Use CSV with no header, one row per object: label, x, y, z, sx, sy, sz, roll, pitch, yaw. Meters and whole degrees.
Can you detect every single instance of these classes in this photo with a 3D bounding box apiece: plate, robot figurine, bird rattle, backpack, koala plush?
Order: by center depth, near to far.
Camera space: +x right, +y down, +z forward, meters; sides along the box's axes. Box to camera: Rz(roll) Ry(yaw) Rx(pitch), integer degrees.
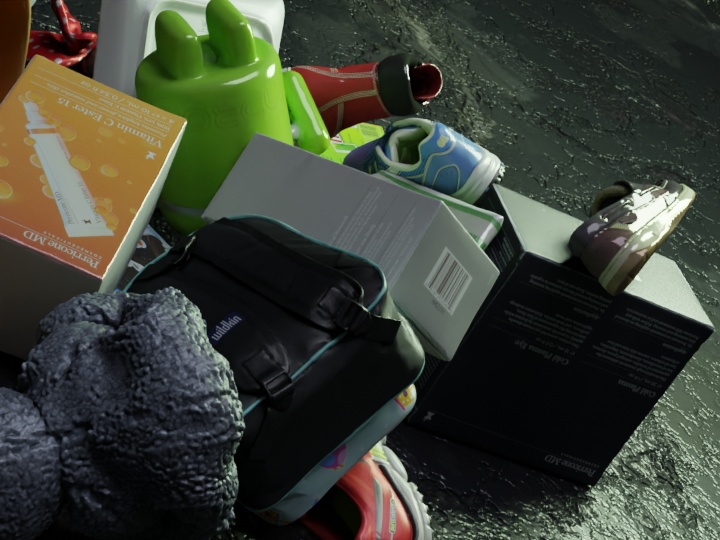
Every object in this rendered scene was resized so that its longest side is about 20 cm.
koala plush,-0.182,0.102,1.067,0.199,0.184,0.179,-13,84,-25
backpack,-0.072,0.060,1.260,0.199,0.176,0.154,31,-23,41
robot figurine,-0.112,-0.107,1.464,0.174,0.201,0.116,-17,30,-17
plate,-0.139,-0.147,1.557,0.032,0.202,0.199,9,3,43
bird rattle,-0.206,-0.171,1.659,0.198,0.114,0.163,16,2,11

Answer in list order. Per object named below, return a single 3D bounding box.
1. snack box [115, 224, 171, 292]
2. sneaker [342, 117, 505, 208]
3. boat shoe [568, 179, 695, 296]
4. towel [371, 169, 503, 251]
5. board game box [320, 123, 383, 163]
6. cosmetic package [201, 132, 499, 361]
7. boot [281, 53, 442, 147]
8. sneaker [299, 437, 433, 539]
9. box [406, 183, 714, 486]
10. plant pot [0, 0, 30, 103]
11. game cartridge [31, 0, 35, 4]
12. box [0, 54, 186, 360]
snack box,-0.217,-0.032,1.423,0.200,0.037,0.116,44,26,22
sneaker,0.041,-0.098,1.587,0.077,0.076,0.199,41,-20,-27
boat shoe,0.216,-0.041,1.498,0.065,0.072,0.200,40,30,4
towel,0.000,0.000,1.460,0.152,0.024,0.200,23,53,41
board game box,-0.018,-0.074,1.711,0.101,0.048,0.201,11,31,-17
cosmetic package,-0.009,-0.020,1.374,0.199,0.091,0.107,19,-18,41
boot,0.001,-0.146,1.620,0.143,0.073,0.200,-9,-2,3
sneaker,-0.023,0.137,1.316,0.084,0.077,0.200,0,38,-38
box,0.152,0.056,1.543,0.199,0.183,0.104,22,26,-26
plant pot,-0.352,-0.145,1.302,0.182,0.201,0.200,19,24,4
game cartridge,-0.384,-0.275,1.665,0.133,0.042,0.199,49,28,21
box,-0.216,-0.042,1.305,0.124,0.098,0.201,23,39,-4
